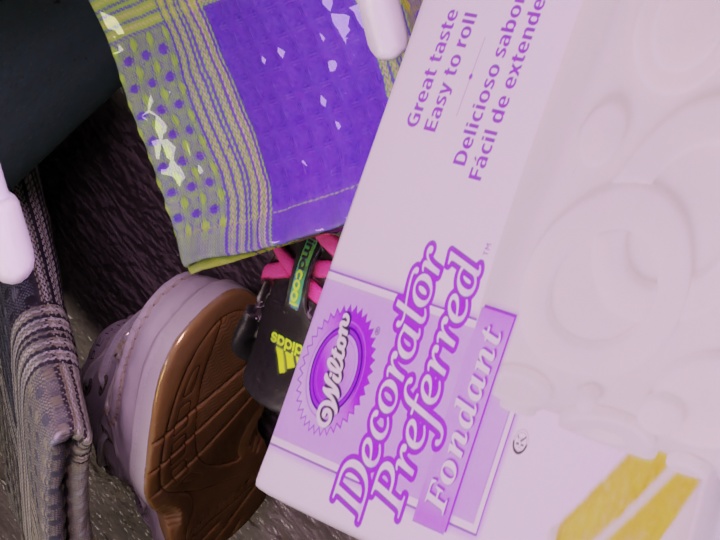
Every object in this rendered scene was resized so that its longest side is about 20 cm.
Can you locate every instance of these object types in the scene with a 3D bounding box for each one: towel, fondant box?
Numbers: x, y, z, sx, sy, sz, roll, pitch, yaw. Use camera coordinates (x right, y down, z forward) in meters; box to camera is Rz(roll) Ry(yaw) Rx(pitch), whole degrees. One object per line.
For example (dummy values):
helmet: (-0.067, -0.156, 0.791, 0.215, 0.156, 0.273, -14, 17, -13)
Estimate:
towel: (-0.120, 0.033, 1.118, 0.200, 0.034, 0.193, 97, 159, -56)
fondant box: (0.070, 0.006, 0.604, 0.058, 0.145, 0.200, 20, 179, -31)
towel: (-0.014, -0.077, 0.777, 0.200, 0.023, 0.144, -11, 103, 51)

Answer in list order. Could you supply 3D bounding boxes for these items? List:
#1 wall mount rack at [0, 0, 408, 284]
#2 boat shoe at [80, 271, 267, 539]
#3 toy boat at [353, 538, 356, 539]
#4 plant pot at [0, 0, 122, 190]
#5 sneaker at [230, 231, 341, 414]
wall mount rack: (-0.037, -0.095, 0.632, 0.075, 0.200, 0.174, 49, 149, 17)
boat shoe: (-0.076, 0.048, 1.111, 0.069, 0.071, 0.200, 43, 158, 17)
toy boat: (0.049, 0.166, 1.031, 0.130, 0.131, 0.200, 15, 150, 7)
plant pot: (-0.182, -0.073, 0.958, 0.200, 0.196, 0.200, 41, 157, 22)
sneaker: (0.000, 0.000, 0.873, 0.074, 0.087, 0.200, 27, 148, 44)
